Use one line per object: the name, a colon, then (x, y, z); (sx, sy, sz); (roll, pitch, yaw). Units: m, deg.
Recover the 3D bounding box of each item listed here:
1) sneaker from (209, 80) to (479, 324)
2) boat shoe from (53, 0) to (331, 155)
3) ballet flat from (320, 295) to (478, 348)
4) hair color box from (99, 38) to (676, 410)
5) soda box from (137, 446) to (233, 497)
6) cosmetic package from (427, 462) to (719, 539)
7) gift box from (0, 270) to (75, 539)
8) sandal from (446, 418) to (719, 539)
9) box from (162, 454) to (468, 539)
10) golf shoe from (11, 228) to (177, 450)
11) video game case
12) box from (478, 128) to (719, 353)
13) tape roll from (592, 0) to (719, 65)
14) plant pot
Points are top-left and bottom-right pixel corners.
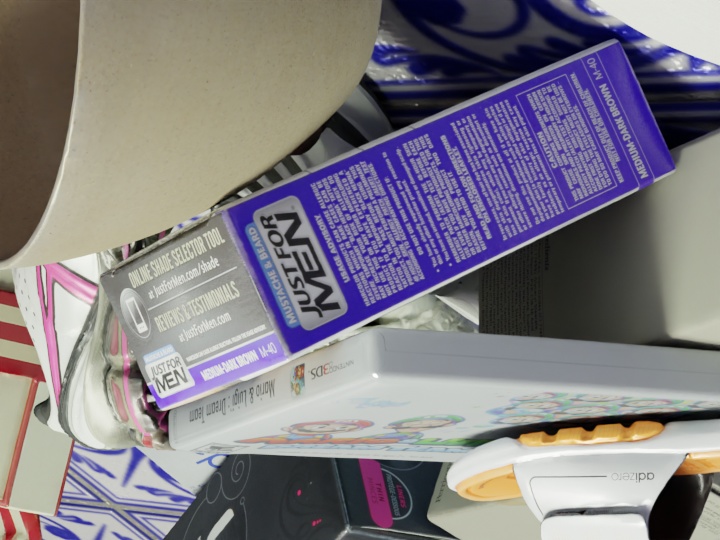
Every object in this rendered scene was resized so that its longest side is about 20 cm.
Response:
sneaker: (0.000, 0.000, 1.000); (0.076, 0.115, 0.200); (-5, 145, 44)
boat shoe: (-0.098, -0.110, 0.903); (0.200, 0.070, 0.070); (22, 150, 0)
ballet flat: (-0.019, 0.021, 1.066); (0.200, 0.072, 0.072); (-5, 169, -30)
hair color box: (0.012, -0.018, 0.862); (0.109, 0.200, 0.065); (-24, 89, 57)
soda box: (-0.095, 0.068, 1.254); (0.063, 0.068, 0.200); (-24, 137, 19)
cosmetic package: (0.125, 0.079, 1.083); (0.073, 0.104, 0.200); (31, 153, -22)
gift box: (-0.224, 0.031, 1.102); (0.200, 0.185, 0.187); (14, 177, 45)
sandal: (0.131, 0.094, 0.922); (0.207, 0.059, 0.079); (-9, 165, 26)
box: (-0.025, 0.161, 1.229); (0.106, 0.122, 0.200); (16, 130, -29)
golf shoe: (-0.124, -0.018, 0.976); (0.092, 0.200, 0.073); (-1, -172, 32)
video game case: (0.047, 0.056, 0.923); (0.200, 0.024, 0.182); (5, 165, -28)
box: (0.129, 0.001, 0.925); (0.068, 0.082, 0.200); (9, 165, -28)
tape roll: (0.142, -0.128, 0.718); (0.203, 0.037, 0.203); (18, 156, 8)
plant pot: (-0.072, -0.103, 0.792); (0.134, 0.200, 0.200); (-3, 167, -28)
